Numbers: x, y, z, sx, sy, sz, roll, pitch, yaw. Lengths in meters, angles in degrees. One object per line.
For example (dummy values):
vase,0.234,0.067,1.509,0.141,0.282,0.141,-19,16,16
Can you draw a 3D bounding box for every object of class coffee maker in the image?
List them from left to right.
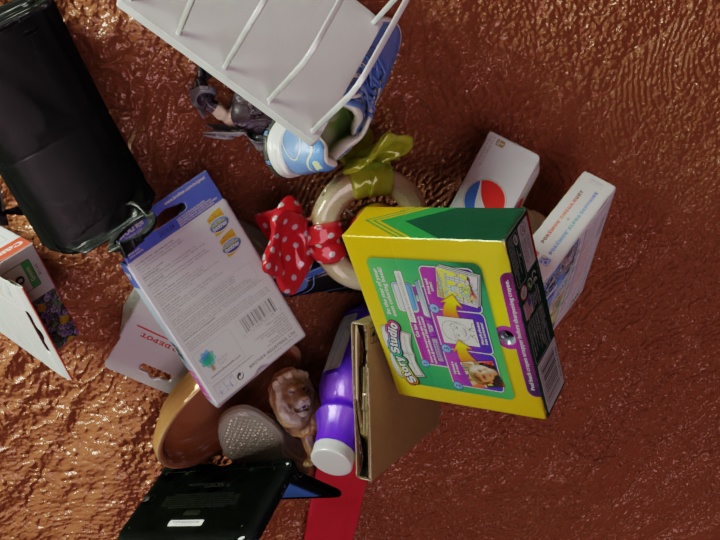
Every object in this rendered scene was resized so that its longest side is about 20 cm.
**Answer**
coffee maker,-0.272,-0.131,0.724,0.189,0.135,0.203,5,131,37

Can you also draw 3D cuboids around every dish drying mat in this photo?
dish drying mat,-0.034,0.317,1.122,0.075,0.018,0.204,3,117,-15

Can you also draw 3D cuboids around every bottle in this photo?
bottle,-0.006,0.132,0.920,0.064,0.202,0.084,-17,127,33

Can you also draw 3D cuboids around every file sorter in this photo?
file sorter,-0.068,-0.229,0.658,0.198,0.124,0.141,34,71,-16

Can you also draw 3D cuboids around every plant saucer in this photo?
plant saucer,-0.155,0.144,0.934,0.199,0.037,0.201,-37,156,-19

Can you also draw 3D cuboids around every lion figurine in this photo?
lion figurine,-0.029,0.160,0.991,0.071,0.198,0.125,-12,93,39

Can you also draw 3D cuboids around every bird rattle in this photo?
bird rattle,-0.004,-0.047,0.834,0.162,0.112,0.202,37,86,-20

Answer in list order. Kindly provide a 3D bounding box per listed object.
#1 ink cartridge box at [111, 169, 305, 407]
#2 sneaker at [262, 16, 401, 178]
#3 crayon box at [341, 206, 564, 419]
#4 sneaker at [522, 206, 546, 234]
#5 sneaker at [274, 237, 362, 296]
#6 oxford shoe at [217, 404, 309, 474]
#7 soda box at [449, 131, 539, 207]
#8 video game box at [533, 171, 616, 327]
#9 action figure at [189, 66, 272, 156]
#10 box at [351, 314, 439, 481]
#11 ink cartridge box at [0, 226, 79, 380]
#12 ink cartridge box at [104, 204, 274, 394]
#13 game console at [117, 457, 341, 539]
ink cartridge box,-0.152,0.018,0.811,0.119,0.042,0.202,-37,112,-21
sneaker,-0.009,-0.164,0.786,0.202,0.076,0.076,-58,134,-19
crayon box,0.091,0.038,0.780,0.170,0.058,0.203,5,128,36
sneaker,0.143,0.010,0.967,0.087,0.075,0.203,24,102,-15
sneaker,0.000,0.000,0.922,0.196,0.070,0.079,-21,114,-2
oxford shoe,-0.118,0.204,0.987,0.074,0.059,0.201,-19,144,10
soda box,0.121,-0.041,0.879,0.063,0.068,0.203,27,88,14
video game box,0.201,0.021,0.897,0.183,0.046,0.202,-50,157,-25
action figure,-0.106,-0.204,0.791,0.127,0.070,0.204,-14,125,-13
box,0.044,0.122,0.914,0.021,0.199,0.168,1,98,26
ink cartridge box,-0.328,0.023,0.792,0.050,0.198,0.111,-37,127,-31
ink cartridge box,-0.187,0.034,0.900,0.115,0.068,0.201,28,109,-24
game console,-0.149,0.289,0.958,0.196,0.177,0.118,-11,117,28
